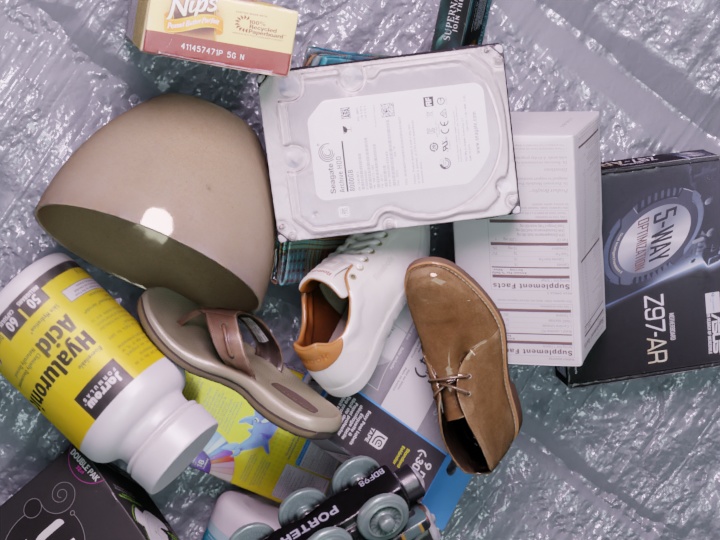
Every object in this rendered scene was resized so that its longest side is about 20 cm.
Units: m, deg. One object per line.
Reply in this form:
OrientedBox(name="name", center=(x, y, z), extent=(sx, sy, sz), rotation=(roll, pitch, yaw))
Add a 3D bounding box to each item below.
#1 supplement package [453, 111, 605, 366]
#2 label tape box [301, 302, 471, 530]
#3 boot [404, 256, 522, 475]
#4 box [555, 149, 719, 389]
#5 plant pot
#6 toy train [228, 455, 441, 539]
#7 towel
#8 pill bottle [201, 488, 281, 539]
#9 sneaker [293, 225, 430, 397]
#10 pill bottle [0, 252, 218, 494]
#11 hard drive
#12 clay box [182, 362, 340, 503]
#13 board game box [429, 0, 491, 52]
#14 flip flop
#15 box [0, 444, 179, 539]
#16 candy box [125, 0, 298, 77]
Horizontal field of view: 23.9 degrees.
OrientedBox(name="supplement package", center=(0.146, -0.029, 1.470), extent=(0.109, 0.114, 0.201), rotation=(2, 105, 19))
OrientedBox(name="label tape box", center=(0.049, 0.124, 1.506), extent=(0.200, 0.063, 0.144), rotation=(36, 73, -23))
OrientedBox(name="boot", center=(0.084, 0.082, 1.421), extent=(0.073, 0.076, 0.200), rotation=(-8, 119, 27))
OrientedBox(name="box", center=(0.253, -0.002, 1.564), extent=(0.160, 0.044, 0.201), rotation=(-7, 103, -9))
OrientedBox(name="plant pot", center=(-0.152, -0.067, 1.408), extent=(0.200, 0.200, 0.135), rotation=(25, 73, -15))
OrientedBox(name="toy train", center=(-0.026, 0.241, 1.430), extent=(0.200, 0.085, 0.114), rotation=(-31, 126, -8))
OrientedBox(name="towel", center=(-0.015, -0.088, 1.458), extent=(0.146, 0.022, 0.201), rotation=(-5, 108, -55))
OrientedBox(name="pill bottle", center=(-0.108, 0.306, 1.523), extent=(0.110, 0.111, 0.201), rotation=(19, 98, -14))
OrientedBox(name="sneaker", center=(0.000, 0.000, 1.427), extent=(0.085, 0.073, 0.200), rotation=(46, 53, -44))
OrientedBox(name="pill bottle", center=(-0.217, 0.089, 1.420), extent=(0.200, 0.111, 0.111), rotation=(42, 92, 8))
OrientedBox(name="hard drive", center=(0.023, -0.103, 1.372), extent=(0.199, 0.038, 0.140), rotation=(-6, 99, 2))
OrientedBox(name="clay box", center=(-0.108, 0.128, 1.517), extent=(0.200, 0.048, 0.115), rotation=(25, 94, -15))
OrientedBox(name="board game box", center=(0.077, -0.166, 1.448), extent=(0.028, 0.135, 0.201), rotation=(14, 99, 9))
OrientedBox(name="flip flop", center=(-0.095, 0.067, 1.407), extent=(0.200, 0.081, 0.058), rotation=(34, 114, 16))
OrientedBox(name="box", center=(-0.218, 0.276, 1.436), extent=(0.148, 0.200, 0.124), rotation=(-41, 150, 0))
OrientedBox(name="candy box", center=(-0.123, -0.197, 1.366), extent=(0.115, 0.200, 0.055), rotation=(9, 98, -13))
